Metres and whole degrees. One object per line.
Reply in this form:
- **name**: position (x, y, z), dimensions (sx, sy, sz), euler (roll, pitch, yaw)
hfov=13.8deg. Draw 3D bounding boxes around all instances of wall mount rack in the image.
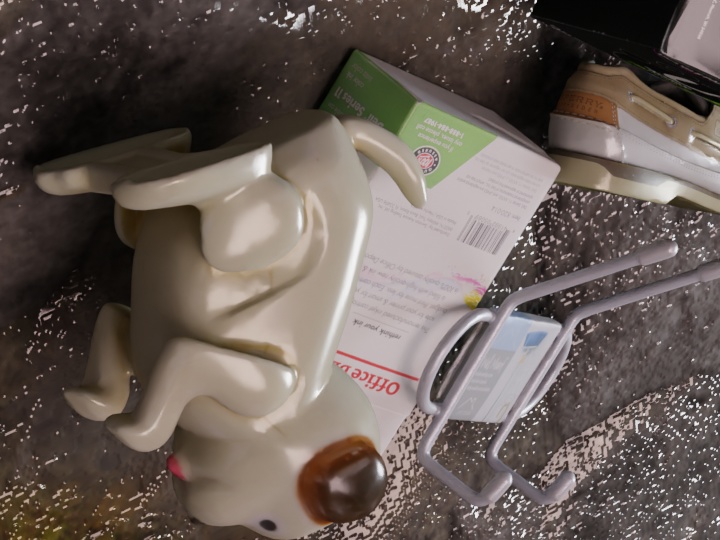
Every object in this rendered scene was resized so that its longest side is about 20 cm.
- **wall mount rack**: position (0.112, 0.045, 1.597), dimensions (0.174, 0.075, 0.200), euler (-58, 160, 8)

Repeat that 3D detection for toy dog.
- **toy dog**: position (-0.054, 0.031, 1.428), dimensions (0.194, 0.139, 0.200), euler (-18, 104, -34)

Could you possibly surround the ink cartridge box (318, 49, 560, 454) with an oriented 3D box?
- **ink cartridge box**: position (0.000, 0.000, 1.536), dimensions (0.117, 0.067, 0.200), euler (22, 104, -43)

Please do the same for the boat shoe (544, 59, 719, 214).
- **boat shoe**: position (0.173, -0.069, 1.611), dimensions (0.200, 0.075, 0.069), euler (8, 94, -55)

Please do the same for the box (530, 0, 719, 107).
- **box**: position (0.219, -0.137, 1.501), dimensions (0.200, 0.149, 0.124), euler (23, 92, -25)
